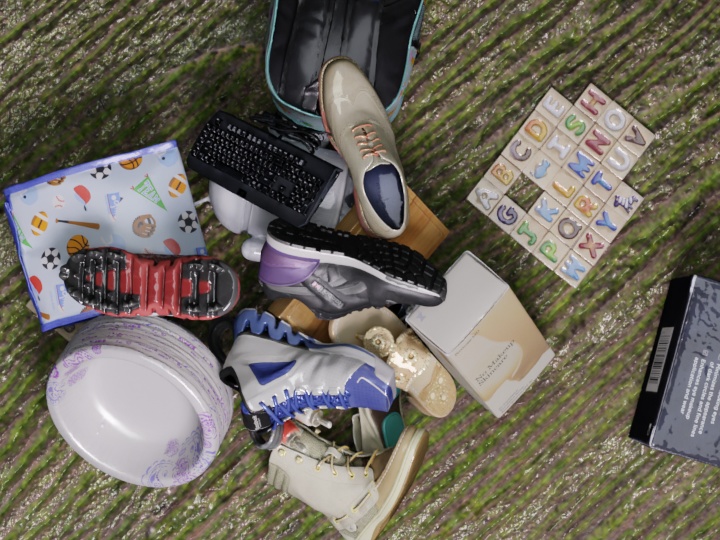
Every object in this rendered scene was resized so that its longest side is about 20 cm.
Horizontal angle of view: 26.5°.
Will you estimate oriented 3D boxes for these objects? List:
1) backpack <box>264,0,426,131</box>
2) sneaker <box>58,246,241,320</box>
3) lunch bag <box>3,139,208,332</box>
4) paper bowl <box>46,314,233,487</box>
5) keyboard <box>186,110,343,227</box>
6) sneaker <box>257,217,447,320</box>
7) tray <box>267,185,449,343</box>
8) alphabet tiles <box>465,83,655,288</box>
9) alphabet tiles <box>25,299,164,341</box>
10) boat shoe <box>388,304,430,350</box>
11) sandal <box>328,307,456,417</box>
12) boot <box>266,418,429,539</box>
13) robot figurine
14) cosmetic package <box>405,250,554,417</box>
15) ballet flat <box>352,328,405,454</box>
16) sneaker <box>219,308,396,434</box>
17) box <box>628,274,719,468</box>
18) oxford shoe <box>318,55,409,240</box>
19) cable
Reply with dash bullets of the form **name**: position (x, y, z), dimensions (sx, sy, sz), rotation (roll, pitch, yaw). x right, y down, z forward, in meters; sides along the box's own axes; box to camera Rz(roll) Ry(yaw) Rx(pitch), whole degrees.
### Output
- **backpack**: position (-0.021, -0.250, 1.699), dimensions (0.174, 0.153, 0.202), rotation (10, 77, -3)
- **sneaker**: position (-0.214, 0.015, 1.607), dimensions (0.198, 0.098, 0.072), rotation (4, 88, 12)
- **lunch bag**: position (-0.280, -0.037, 1.689), dimensions (0.198, 0.124, 0.172), rotation (-17, 90, -12)
- **paper bowl**: position (-0.235, 0.131, 1.671), dimensions (0.198, 0.105, 0.202), rotation (10, 130, 12)
- **keyboard**: position (-0.106, -0.127, 1.620), dimensions (0.199, 0.040, 0.105), rotation (28, 82, 37)
- **sneaker**: position (-0.010, 0.013, 1.599), dimensions (0.198, 0.076, 0.088), rotation (17, 118, 2)
- **tray**: position (0.000, 0.000, 1.668), dimensions (0.200, 0.037, 0.099), rotation (-50, 119, -7)
- **alphabet tiles**: position (0.247, -0.109, 1.782), dimensions (0.167, 0.008, 0.201), rotation (38, 87, -1)
- **alphabet tiles**: position (-0.283, -0.006, 1.750), dimensions (0.166, 0.006, 0.201), rotation (39, 86, -1)
- **boat shoe**: position (0.044, 0.038, 1.738), dimensions (0.198, 0.062, 0.075), rotation (27, 87, -2)
- **sandal**: position (0.057, 0.098, 1.662), dimensions (0.212, 0.069, 0.078), rotation (42, 66, -40)
- **boot**: position (-0.018, 0.209, 1.674), dimensions (0.154, 0.201, 0.072), rotation (34, 44, 8)
- **robot figurine**: position (-0.084, -0.088, 1.710), dimensions (0.198, 0.113, 0.171), rotation (11, 72, -3)
- **cosmetic package**: position (0.134, 0.073, 1.671), dimensions (0.105, 0.200, 0.071), rotation (-48, 58, -3)
- **ballet flat**: position (0.015, 0.152, 1.720), dimensions (0.069, 0.069, 0.202), rotation (-7, 102, -3)
- **sneaker**: position (-0.066, 0.127, 1.604), dimensions (0.198, 0.081, 0.116), rotation (19, 63, 19)
- **box**: position (0.430, 0.128, 1.727), dimensions (0.198, 0.117, 0.199), rotation (17, 87, -1)
- **oxford shoe**: position (0.011, -0.131, 1.600), dimensions (0.070, 0.074, 0.202), rotation (-22, 95, -10)
- **cable**: position (-0.111, 0.132, 1.697), dimensions (0.199, 0.050, 0.098), rotation (35, 90, 42)
